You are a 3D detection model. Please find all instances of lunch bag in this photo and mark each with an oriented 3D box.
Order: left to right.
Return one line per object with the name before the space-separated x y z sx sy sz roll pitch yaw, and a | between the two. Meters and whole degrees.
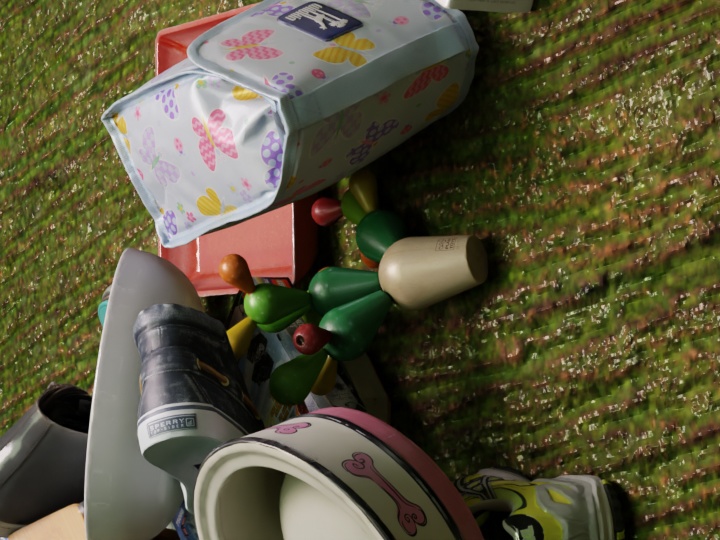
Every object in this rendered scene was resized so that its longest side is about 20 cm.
lunch bag | -0.040 -0.111 1.613 0.200 0.169 0.128 -15 102 56

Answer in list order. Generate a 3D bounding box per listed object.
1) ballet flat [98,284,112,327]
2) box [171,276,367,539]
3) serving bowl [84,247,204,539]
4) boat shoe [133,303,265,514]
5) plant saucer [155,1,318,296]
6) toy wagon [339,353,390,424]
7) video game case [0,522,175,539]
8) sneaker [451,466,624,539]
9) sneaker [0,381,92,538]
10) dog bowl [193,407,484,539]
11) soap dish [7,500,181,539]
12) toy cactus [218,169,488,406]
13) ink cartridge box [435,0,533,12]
ballet flat | -0.129 0.098 1.860 0.067 0.063 0.201 -16 94 57
box | -0.070 0.124 1.720 0.137 0.040 0.201 58 136 40
serving bowl | -0.134 0.088 1.681 0.200 0.065 0.202 7 -90 -89
boat shoe | -0.090 0.090 1.586 0.200 0.070 0.092 61 -159 -66
plant saucer | -0.085 -0.083 1.825 0.199 0.036 0.202 -5 84 58
toy wagon | -0.045 0.109 1.756 0.200 0.039 0.157 4 93 59
video game case | -0.200 0.189 1.938 0.199 0.018 0.144 -29 62 24
sneaker | 0.074 0.154 1.531 0.200 0.076 0.076 -21 73 57
sneaker | -0.189 0.132 1.811 0.106 0.200 0.075 -48 71 23
dog bowl | -0.004 0.169 1.494 0.199 0.074 0.201 30 138 32
soap dish | -0.134 0.246 1.764 0.081 0.199 0.158 -52 45 19
toy cactus | 0.000 0.000 1.618 0.164 0.200 0.103 -13 115 28
ink cartridge box | 0.075 -0.270 1.542 0.117 0.067 0.201 43 125 50
